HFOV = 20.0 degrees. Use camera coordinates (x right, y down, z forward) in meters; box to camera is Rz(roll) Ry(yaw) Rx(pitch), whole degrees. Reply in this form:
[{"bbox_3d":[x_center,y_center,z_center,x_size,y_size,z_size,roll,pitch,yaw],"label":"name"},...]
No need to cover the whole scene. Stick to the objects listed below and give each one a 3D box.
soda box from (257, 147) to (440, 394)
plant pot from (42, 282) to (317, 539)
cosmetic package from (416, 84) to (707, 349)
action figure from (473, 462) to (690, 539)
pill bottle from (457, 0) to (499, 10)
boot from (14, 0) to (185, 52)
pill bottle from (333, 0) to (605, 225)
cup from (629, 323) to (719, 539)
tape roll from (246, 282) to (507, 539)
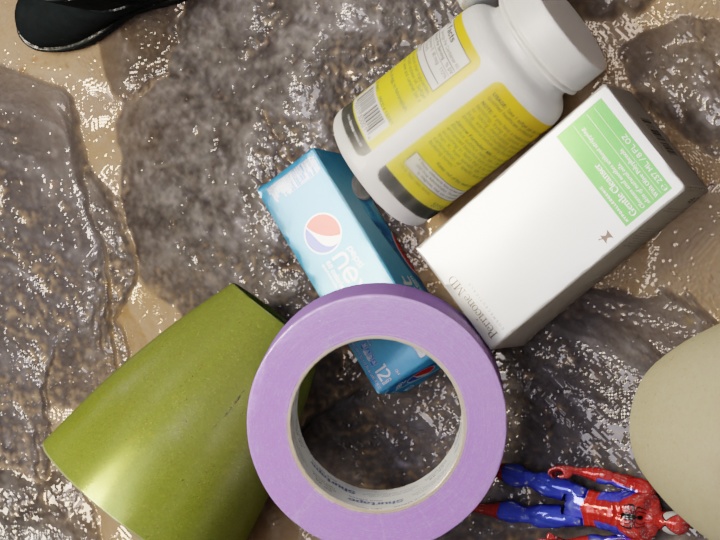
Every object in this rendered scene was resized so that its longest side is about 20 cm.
[{"bbox_3d":[0.000,0.000,1.666,0.064,0.068,0.200,-35,76,18],"label":"soda box"},{"bbox_3d":[-0.126,0.118,1.677,0.187,0.187,0.200,37,90,20],"label":"plant pot"},{"bbox_3d":[0.157,-0.040,1.588,0.200,0.085,0.108,-42,76,17],"label":"cosmetic package"},{"bbox_3d":[0.162,0.185,1.605,0.199,0.052,0.066,6,87,22],"label":"action figure"},{"bbox_3d":[0.079,-0.313,1.610,0.113,0.113,0.201,-27,78,22],"label":"pill bottle"},{"bbox_3d":[-0.247,-0.245,1.726,0.199,0.168,0.077,-14,84,24],"label":"boot"},{"bbox_3d":[0.087,-0.136,1.605,0.200,0.114,0.115,-37,75,19],"label":"pill bottle"},{"bbox_3d":[0.281,0.118,1.489,0.143,0.200,0.201,4,91,49],"label":"cup"},{"bbox_3d":[0.014,0.113,1.580,0.199,0.066,0.201,0,97,3],"label":"tape roll"}]
